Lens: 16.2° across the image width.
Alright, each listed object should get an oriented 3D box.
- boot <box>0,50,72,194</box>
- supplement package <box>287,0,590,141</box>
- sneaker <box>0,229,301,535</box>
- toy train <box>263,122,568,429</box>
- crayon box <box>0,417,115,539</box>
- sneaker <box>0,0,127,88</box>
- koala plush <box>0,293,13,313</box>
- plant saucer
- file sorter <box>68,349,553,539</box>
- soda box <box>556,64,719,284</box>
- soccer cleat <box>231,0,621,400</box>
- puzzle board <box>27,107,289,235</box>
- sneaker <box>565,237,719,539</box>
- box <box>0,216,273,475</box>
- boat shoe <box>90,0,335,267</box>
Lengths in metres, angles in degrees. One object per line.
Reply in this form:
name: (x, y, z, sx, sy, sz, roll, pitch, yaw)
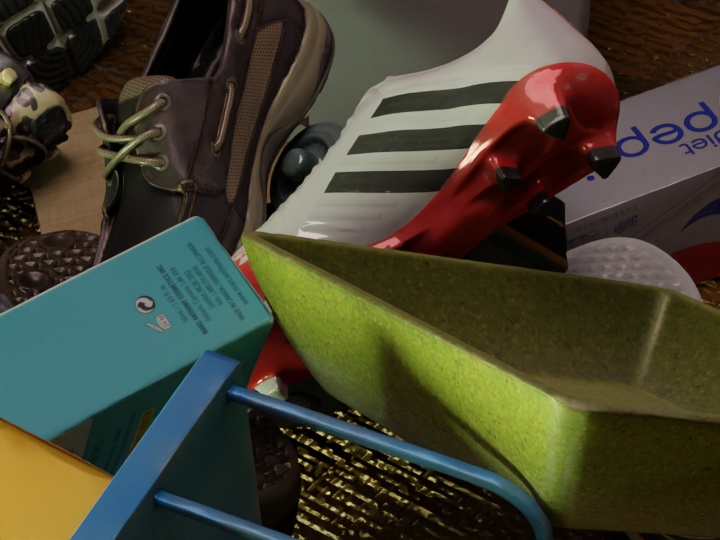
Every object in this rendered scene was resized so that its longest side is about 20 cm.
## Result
boot: (-0.186, -0.029, 1.168, 0.200, 0.073, 0.151, 14, 54, 37)
supplement package: (0.041, -0.188, 1.197, 0.147, 0.191, 0.200, 5, 39, 5)
sneaker: (-0.095, 0.061, 1.035, 0.070, 0.076, 0.200, -14, 40, -28)
toy train: (0.000, 0.000, 1.043, 0.200, 0.085, 0.114, -24, 51, 34)
crayon box: (-0.129, 0.135, 0.780, 0.052, 0.126, 0.200, 26, 57, 8)
sneaker: (-0.217, -0.122, 1.296, 0.200, 0.077, 0.085, -27, 37, -18)
koala plush: (-0.254, 0.022, 1.003, 0.177, 0.200, 0.184, -45, 17, -7)
plant saucer: (0.083, 0.044, 0.844, 0.200, 0.048, 0.200, 8, 11, -34)
file sorter: (-0.036, 0.153, 0.746, 0.123, 0.139, 0.200, 17, 49, 21)
soda box: (0.144, -0.039, 1.114, 0.200, 0.063, 0.068, -21, 41, -11)
soccer cleat: (0.009, -0.026, 0.953, 0.200, 0.069, 0.085, -37, 44, 16)
puzzle board: (-0.057, -0.046, 1.211, 0.200, 0.017, 0.151, -16, 41, -4)
sneaker: (0.117, 0.065, 0.990, 0.078, 0.079, 0.200, -22, 33, 1)
box: (-0.128, 0.059, 0.852, 0.200, 0.082, 0.049, -29, 72, -27)
boat shoe: (-0.077, -0.047, 1.019, 0.074, 0.073, 0.200, -16, 41, 39)
